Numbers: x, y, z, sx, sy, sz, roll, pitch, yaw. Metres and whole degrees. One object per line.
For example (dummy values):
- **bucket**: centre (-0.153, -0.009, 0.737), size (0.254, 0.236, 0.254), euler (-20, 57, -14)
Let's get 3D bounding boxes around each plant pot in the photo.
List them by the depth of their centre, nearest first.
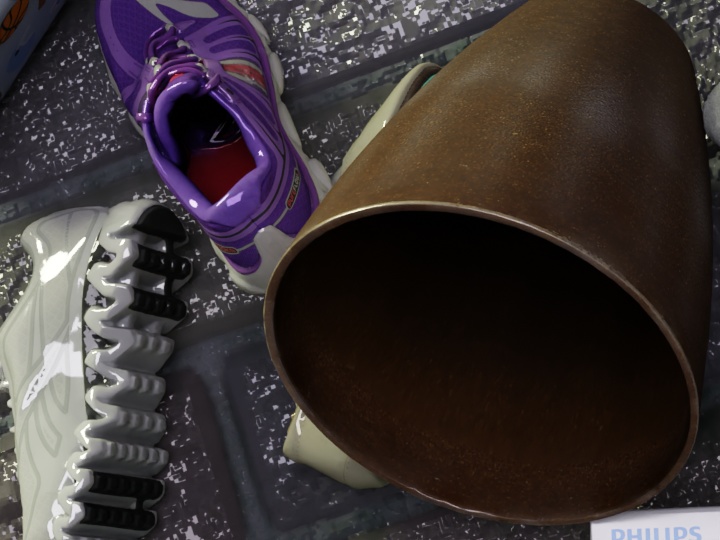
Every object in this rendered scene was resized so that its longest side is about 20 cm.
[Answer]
- **plant pot**: centre (0.078, -0.027, 1.050), size (0.186, 0.188, 0.201), euler (14, 49, 12)

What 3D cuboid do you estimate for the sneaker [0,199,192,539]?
- **sneaker**: centre (-0.135, 0.065, 1.134), size (0.081, 0.075, 0.201), euler (3, 77, 24)

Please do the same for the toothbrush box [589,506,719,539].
- **toothbrush box**: centre (0.177, 0.203, 1.040), size (0.145, 0.085, 0.201), euler (-4, 79, 10)

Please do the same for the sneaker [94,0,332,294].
- **sneaker**: centre (-0.074, -0.082, 1.122), size (0.080, 0.083, 0.200), euler (-37, 52, 4)

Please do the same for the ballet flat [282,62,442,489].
- **ballet flat**: centre (0.000, 0.000, 1.125), size (0.069, 0.069, 0.201), euler (8, 81, 11)

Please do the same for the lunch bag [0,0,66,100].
- **lunch bag**: centre (-0.239, -0.173, 1.167), size (0.199, 0.124, 0.171), euler (32, 86, 6)

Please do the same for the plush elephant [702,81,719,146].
- **plush elephant**: centre (0.244, -0.065, 1.049), size (0.164, 0.200, 0.155), euler (-35, 52, -1)
